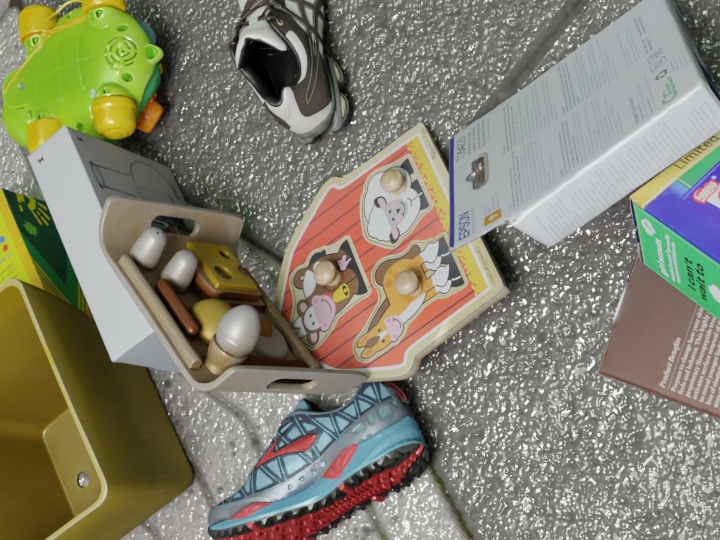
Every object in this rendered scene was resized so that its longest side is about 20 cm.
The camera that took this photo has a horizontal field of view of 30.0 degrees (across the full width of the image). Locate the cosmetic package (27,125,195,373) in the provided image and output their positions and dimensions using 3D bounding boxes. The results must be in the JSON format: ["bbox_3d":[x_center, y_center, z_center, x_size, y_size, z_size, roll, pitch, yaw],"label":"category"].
[{"bbox_3d":[-0.182,-0.012,1.126,0.051,0.150,0.201,-35,67,20],"label":"cosmetic package"}]

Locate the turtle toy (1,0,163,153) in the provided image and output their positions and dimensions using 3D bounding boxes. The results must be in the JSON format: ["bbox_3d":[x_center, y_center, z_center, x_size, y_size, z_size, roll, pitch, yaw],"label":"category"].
[{"bbox_3d":[-0.255,-0.166,1.220,0.198,0.101,0.148,-15,75,27],"label":"turtle toy"}]

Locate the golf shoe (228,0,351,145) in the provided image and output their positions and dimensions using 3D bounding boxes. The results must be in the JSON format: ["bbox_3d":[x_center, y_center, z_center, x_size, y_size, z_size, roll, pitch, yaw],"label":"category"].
[{"bbox_3d":[-0.071,-0.206,1.129,0.077,0.094,0.202,-33,66,22],"label":"golf shoe"}]

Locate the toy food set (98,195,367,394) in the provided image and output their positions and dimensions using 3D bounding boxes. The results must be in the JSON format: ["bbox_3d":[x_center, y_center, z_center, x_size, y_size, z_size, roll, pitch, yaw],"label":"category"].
[{"bbox_3d":[-0.097,0.017,1.029,0.061,0.143,0.200,-55,54,23],"label":"toy food set"}]

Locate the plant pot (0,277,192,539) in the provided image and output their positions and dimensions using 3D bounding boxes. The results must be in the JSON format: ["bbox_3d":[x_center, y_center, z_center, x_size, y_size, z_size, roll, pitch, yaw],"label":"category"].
[{"bbox_3d":[-0.259,0.152,1.127,0.199,0.176,0.201,-38,67,20],"label":"plant pot"}]

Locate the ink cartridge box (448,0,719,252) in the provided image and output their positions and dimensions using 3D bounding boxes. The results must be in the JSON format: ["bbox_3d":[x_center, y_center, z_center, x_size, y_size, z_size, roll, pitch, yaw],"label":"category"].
[{"bbox_3d":[0.152,-0.097,0.945,0.199,0.200,0.041,-34,112,21],"label":"ink cartridge box"}]

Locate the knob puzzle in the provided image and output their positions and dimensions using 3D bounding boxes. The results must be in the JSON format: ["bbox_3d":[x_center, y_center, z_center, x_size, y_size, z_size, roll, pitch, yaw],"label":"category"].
[{"bbox_3d":[0.000,0.000,1.066,0.218,0.030,0.222,-15,63,31],"label":"knob puzzle"}]

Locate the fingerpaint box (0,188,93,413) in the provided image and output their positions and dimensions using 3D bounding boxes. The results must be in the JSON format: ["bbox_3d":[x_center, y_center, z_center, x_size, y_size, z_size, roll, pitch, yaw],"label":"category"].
[{"bbox_3d":[-0.347,0.054,1.252,0.199,0.073,0.168,-38,65,19],"label":"fingerpaint box"}]

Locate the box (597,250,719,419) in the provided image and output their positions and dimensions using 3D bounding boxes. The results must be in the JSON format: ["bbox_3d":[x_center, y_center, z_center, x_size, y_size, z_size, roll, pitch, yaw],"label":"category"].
[{"bbox_3d":[0.272,0.058,0.904,0.198,0.075,0.101,21,92,29],"label":"box"}]

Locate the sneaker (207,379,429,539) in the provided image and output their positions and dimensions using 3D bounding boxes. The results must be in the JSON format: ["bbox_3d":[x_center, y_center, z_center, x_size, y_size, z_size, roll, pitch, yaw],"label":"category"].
[{"bbox_3d":[-0.039,0.154,1.073,0.199,0.079,0.096,-28,55,16],"label":"sneaker"}]

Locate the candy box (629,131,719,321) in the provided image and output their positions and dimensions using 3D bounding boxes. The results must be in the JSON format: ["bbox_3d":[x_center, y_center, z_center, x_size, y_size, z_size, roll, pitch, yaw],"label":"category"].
[{"bbox_3d":[0.298,-0.023,0.839,0.168,0.077,0.200,-37,48,-14],"label":"candy box"}]
